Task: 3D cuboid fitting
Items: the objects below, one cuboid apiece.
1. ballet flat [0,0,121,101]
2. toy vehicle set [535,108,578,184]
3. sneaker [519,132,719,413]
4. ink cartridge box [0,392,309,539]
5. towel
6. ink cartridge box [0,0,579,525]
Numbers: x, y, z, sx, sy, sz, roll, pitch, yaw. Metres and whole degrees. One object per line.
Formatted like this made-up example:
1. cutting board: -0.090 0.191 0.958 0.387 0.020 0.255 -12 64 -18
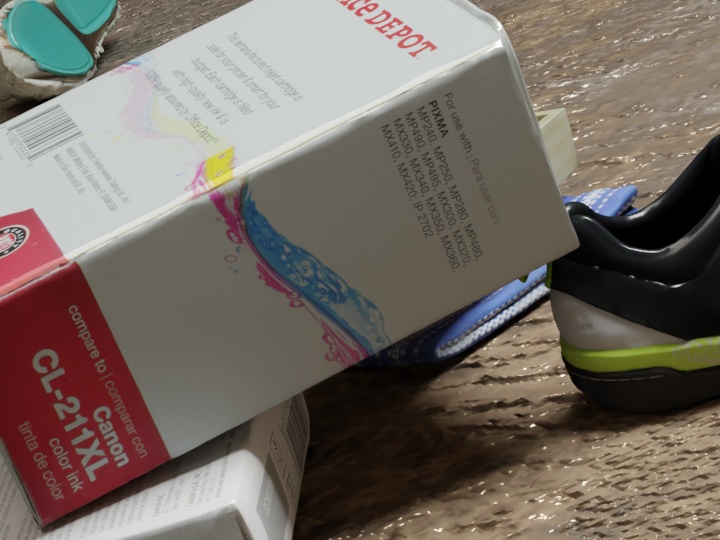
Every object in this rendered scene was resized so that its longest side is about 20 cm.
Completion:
1. ballet flat: -0.200 -0.139 1.691 0.072 0.072 0.200 -13 16 15
2. toy vehicle set: -0.003 -0.018 1.047 0.124 0.027 0.200 -9 14 24
3. sneaker: 0.152 -0.016 0.895 0.200 0.083 0.072 -19 17 -3
4. ink cartridge box: -0.120 0.091 0.904 0.200 0.050 0.161 -18 17 8
5. towel: 0.000 0.000 1.100 0.200 0.024 0.145 0 25 44
6. ink cartridge box: -0.047 -0.018 0.896 0.200 0.083 0.146 -27 24 -8
